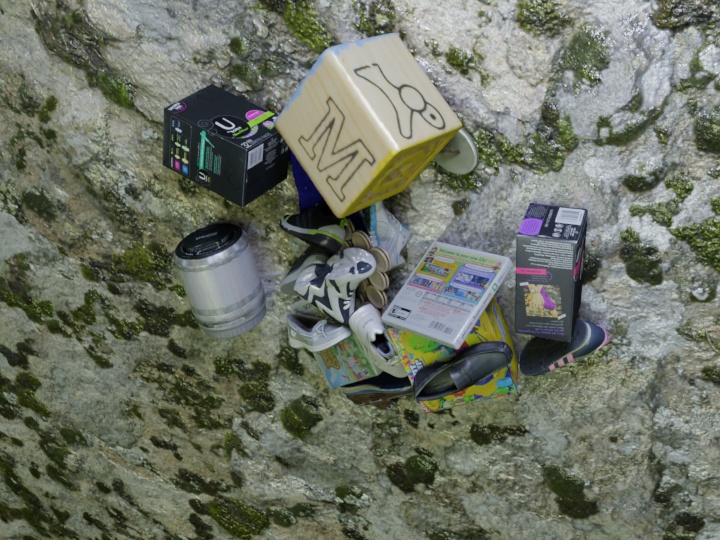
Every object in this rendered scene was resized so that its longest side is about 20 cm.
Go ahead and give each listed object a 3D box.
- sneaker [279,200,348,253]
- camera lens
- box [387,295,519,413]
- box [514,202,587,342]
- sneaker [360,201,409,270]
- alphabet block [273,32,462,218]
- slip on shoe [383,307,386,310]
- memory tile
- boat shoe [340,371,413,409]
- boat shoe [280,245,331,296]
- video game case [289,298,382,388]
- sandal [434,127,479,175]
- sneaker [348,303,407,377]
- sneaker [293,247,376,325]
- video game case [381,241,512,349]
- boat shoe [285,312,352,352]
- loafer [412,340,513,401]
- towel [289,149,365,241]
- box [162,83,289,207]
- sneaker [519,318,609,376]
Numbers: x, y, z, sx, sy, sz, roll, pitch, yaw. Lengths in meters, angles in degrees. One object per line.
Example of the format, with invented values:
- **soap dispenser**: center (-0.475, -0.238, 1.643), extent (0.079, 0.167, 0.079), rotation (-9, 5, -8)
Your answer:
- **sneaker**: center (-0.079, -0.089, 1.655), extent (0.071, 0.084, 0.199), rotation (28, 176, -37)
- **camera lens**: center (-0.289, 0.017, 1.823), extent (0.157, 0.160, 0.203), rotation (0, 120, 26)
- **box**: center (0.180, 0.138, 1.669), extent (0.189, 0.123, 0.203), rotation (-16, 114, 21)
- **box**: center (0.331, 0.003, 1.530), extent (0.104, 0.123, 0.204), rotation (8, 124, 20)
- **sneaker**: center (0.048, -0.084, 1.650), extent (0.085, 0.076, 0.203), rotation (-13, 130, -7)
- **alphabet block**: center (0.012, -0.240, 1.451), extent (0.202, 0.194, 0.196), rotation (55, 136, 9)
- **slip on shoe**: center (0.003, 0.134, 1.815), extent (0.060, 0.074, 0.202), rotation (30, 134, 9)
- **memory tile**: center (0.000, 0.000, 1.681), extent (0.153, 0.017, 0.202), rotation (41, 146, 28)
- **boat shoe**: center (0.051, 0.253, 1.872), extent (0.197, 0.072, 0.073), rotation (-6, 123, 41)
- **boat shoe**: center (-0.106, -0.002, 1.782), extent (0.067, 0.058, 0.200), rotation (17, 153, -21)
- **video game case**: center (-0.054, 0.138, 1.815), extent (0.181, 0.022, 0.203), rotation (-24, 94, 52)
- **sandal**: center (0.120, -0.239, 1.519), extent (0.201, 0.057, 0.080), rotation (45, 127, -4)
- **sneaker**: center (0.046, 0.153, 1.682), extent (0.074, 0.087, 0.200), rotation (-39, 132, 1)
- **sneaker**: center (-0.020, 0.038, 1.665), extent (0.197, 0.080, 0.130), rotation (-24, 125, 35)
- **video game case**: center (0.150, 0.039, 1.555), extent (0.198, 0.183, 0.022), rotation (15, 155, 52)
- **boat shoe**: center (-0.089, 0.119, 1.771), extent (0.201, 0.074, 0.066), rotation (-2, 111, 58)
- **loafer**: center (0.183, 0.187, 1.583), extent (0.198, 0.071, 0.069), rotation (-25, 112, 23)
- **towel**: center (-0.062, -0.151, 1.674), extent (0.145, 0.050, 0.204), rotation (5, 122, 23)
- **box**: center (-0.248, -0.235, 1.632), extent (0.198, 0.148, 0.126), rotation (27, 130, 21)
- **sneaker**: center (0.380, 0.154, 1.644), extent (0.081, 0.072, 0.199), rotation (12, 153, -27)
